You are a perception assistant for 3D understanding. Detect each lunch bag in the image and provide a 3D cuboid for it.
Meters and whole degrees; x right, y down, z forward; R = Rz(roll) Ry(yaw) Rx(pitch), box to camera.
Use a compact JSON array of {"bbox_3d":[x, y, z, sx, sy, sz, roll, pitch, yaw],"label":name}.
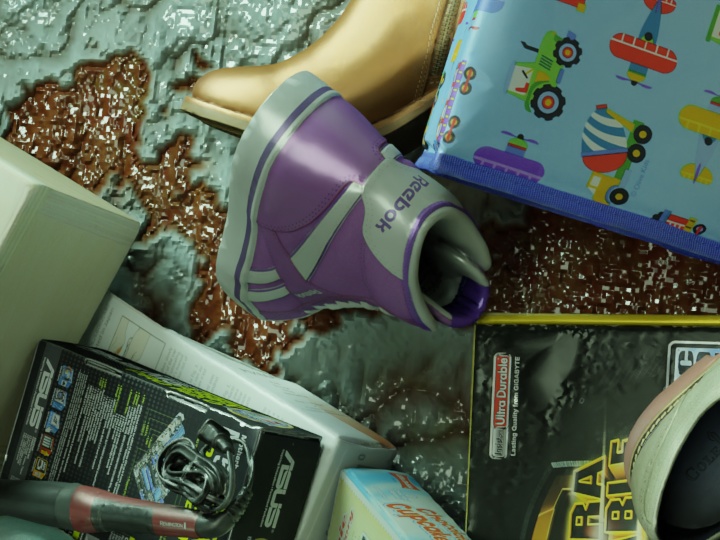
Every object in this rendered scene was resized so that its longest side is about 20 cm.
[{"bbox_3d":[0.142,-0.084,0.888,0.200,0.094,0.151,18,92,-3],"label":"lunch bag"}]

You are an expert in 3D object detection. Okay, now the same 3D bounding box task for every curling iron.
[{"bbox_3d":[-0.118,0.100,0.961,0.200,0.026,0.050,-10,53,43],"label":"curling iron"}]

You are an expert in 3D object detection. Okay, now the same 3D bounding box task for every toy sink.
[{"bbox_3d":[-0.223,0.026,1.042,0.130,0.112,0.200,29,92,25],"label":"toy sink"}]

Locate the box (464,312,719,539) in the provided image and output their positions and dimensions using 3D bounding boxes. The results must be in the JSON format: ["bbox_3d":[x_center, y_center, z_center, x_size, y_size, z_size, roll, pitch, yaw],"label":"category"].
[{"bbox_3d":[0.122,0.119,0.876,0.159,0.049,0.200,1,84,24],"label":"box"}]

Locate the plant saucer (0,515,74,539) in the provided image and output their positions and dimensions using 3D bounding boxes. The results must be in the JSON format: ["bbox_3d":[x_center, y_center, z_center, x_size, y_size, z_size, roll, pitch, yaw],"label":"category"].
[{"bbox_3d":[-0.182,0.212,0.978,0.201,0.039,0.201,-11,72,39],"label":"plant saucer"}]

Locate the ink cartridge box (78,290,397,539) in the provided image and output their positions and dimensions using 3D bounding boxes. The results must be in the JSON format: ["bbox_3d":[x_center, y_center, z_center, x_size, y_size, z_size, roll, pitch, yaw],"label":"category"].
[{"bbox_3d":[-0.090,0.116,1.038,0.200,0.050,0.162,29,99,43],"label":"ink cartridge box"}]

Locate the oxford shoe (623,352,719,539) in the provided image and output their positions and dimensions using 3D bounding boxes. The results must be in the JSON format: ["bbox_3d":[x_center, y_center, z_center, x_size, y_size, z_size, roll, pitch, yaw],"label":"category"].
[{"bbox_3d":[0.175,0.030,0.783,0.071,0.074,0.200,34,107,-4],"label":"oxford shoe"}]

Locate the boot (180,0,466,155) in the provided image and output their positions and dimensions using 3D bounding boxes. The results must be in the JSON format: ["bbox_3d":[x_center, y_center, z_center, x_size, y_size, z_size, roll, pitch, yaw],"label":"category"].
[{"bbox_3d":[0.017,-0.127,0.978,0.200,0.077,0.156,4,88,24],"label":"boot"}]

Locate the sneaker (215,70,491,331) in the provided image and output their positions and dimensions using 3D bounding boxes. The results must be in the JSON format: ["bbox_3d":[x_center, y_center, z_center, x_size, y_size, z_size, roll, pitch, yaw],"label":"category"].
[{"bbox_3d":[0.000,0.000,0.925,0.114,0.200,0.073,37,76,9],"label":"sneaker"}]

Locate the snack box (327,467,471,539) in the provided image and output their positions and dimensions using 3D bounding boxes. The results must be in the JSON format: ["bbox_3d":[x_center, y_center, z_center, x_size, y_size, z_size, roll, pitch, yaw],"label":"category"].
[{"bbox_3d":[0.004,0.198,0.921,0.037,0.116,0.200,7,100,-17],"label":"snack box"}]

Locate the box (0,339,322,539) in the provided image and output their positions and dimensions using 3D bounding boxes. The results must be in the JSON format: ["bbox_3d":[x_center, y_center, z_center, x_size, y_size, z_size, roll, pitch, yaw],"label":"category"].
[{"bbox_3d":[-0.113,0.148,0.989,0.160,0.044,0.200,17,91,41],"label":"box"}]
